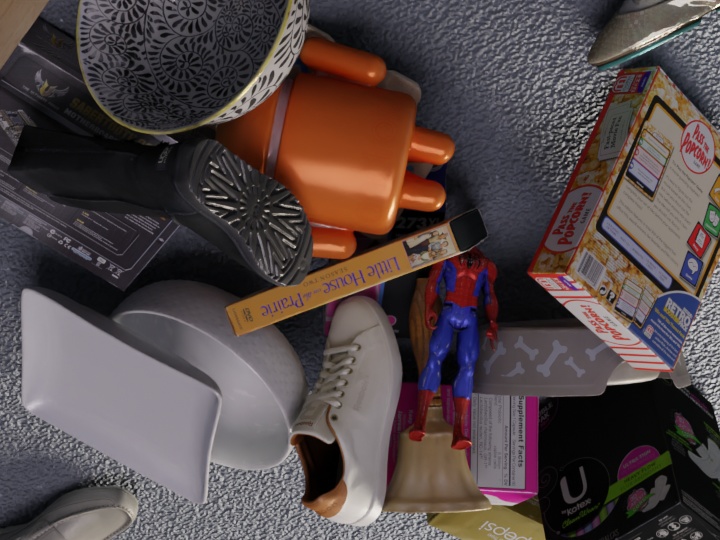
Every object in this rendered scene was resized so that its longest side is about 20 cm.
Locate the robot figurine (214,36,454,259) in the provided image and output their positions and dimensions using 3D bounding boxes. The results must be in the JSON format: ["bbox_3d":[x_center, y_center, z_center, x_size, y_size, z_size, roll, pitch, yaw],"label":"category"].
[{"bbox_3d":[-0.028,-0.095,1.463,0.199,0.117,0.144,10,130,0],"label":"robot figurine"}]

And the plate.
[{"bbox_3d":[-0.209,0.106,1.647,0.199,0.032,0.200,27,144,9],"label":"plate"}]

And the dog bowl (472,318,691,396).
[{"bbox_3d":[0.190,0.074,1.636,0.199,0.200,0.059,-3,90,-2],"label":"dog bowl"}]

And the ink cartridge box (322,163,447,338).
[{"bbox_3d":[0.021,-0.023,1.627,0.094,0.037,0.201,2,129,-6],"label":"ink cartridge box"}]

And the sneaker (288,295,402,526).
[{"bbox_3d":[-0.016,0.112,1.589,0.073,0.201,0.084,-15,156,41],"label":"sneaker"}]

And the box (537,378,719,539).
[{"bbox_3d":[0.255,0.200,1.730,0.148,0.201,0.124,-35,126,25],"label":"box"}]

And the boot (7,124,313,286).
[{"bbox_3d":[-0.153,-0.051,1.427,0.199,0.066,0.165,3,148,39],"label":"boot"}]

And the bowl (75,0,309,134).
[{"bbox_3d":[-0.107,-0.186,1.393,0.200,0.202,0.094,-31,152,22],"label":"bowl"}]

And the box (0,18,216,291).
[{"bbox_3d":[-0.231,-0.093,1.518,0.199,0.048,0.158,31,122,-19],"label":"box"}]

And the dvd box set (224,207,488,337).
[{"bbox_3d":[0.000,0.000,1.536,0.199,0.146,0.030,-21,92,14],"label":"dvd box set"}]

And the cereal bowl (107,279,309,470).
[{"bbox_3d":[-0.128,0.081,1.650,0.199,0.083,0.201,21,142,17],"label":"cereal bowl"}]

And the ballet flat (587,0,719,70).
[{"bbox_3d":[0.261,-0.224,1.458,0.199,0.067,0.063,-24,102,12],"label":"ballet flat"}]

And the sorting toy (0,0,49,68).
[{"bbox_3d":[-0.325,-0.248,1.373,0.198,0.070,0.200,27,124,-26],"label":"sorting toy"}]

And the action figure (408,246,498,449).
[{"bbox_3d":[0.083,0.047,1.584,0.065,0.201,0.052,10,162,-4],"label":"action figure"}]

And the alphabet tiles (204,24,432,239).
[{"bbox_3d":[-0.045,-0.105,1.535,0.199,0.015,0.196,26,122,-12],"label":"alphabet tiles"}]

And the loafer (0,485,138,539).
[{"bbox_3d":[-0.305,0.274,1.840,0.199,0.070,0.070,-28,128,19],"label":"loafer"}]

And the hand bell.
[{"bbox_3d":[0.061,0.107,1.621,0.103,0.201,0.104,-1,176,0],"label":"hand bell"}]

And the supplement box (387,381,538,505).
[{"bbox_3d":[0.058,0.161,1.724,0.199,0.104,0.101,5,166,-8],"label":"supplement box"}]

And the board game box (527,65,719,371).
[{"bbox_3d":[0.235,-0.042,1.525,0.151,0.201,0.046,40,156,-32],"label":"board game box"}]

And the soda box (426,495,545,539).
[{"bbox_3d":[0.159,0.245,1.853,0.199,0.068,0.064,27,126,-25],"label":"soda box"}]
